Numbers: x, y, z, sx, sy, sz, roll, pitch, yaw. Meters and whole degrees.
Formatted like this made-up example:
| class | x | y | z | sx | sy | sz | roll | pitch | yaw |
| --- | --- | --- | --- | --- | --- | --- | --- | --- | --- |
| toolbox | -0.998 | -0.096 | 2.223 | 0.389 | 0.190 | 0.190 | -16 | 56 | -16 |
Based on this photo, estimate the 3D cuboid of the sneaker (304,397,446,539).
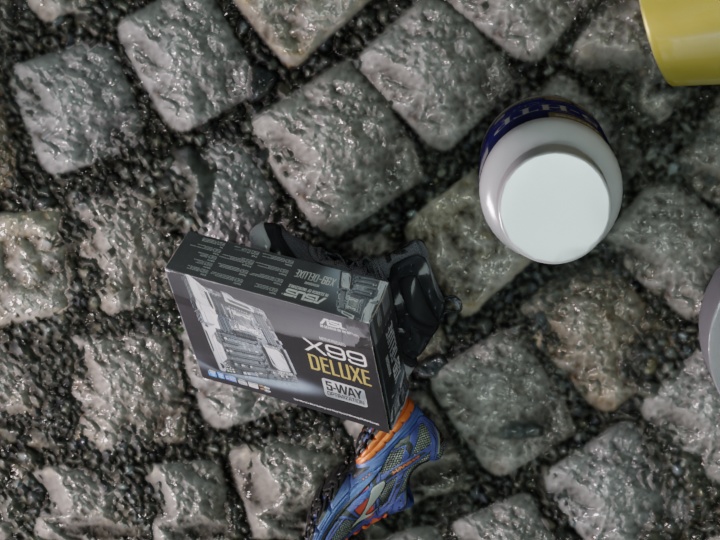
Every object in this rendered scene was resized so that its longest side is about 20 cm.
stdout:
| class | x | y | z | sx | sy | sz | roll | pitch | yaw |
| --- | --- | --- | --- | --- | --- | --- | --- | --- | --- |
| sneaker | 0.010 | 0.214 | 1.377 | 0.078 | 0.075 | 0.201 | 33 | 107 | -8 |

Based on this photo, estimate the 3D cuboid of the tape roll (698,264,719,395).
| class | x | y | z | sx | sy | sz | roll | pitch | yaw |
| --- | --- | --- | --- | --- | --- | --- | --- | --- | --- |
| tape roll | 0.408 | 0.057 | 1.304 | 0.198 | 0.066 | 0.202 | 1 | 106 | 4 |

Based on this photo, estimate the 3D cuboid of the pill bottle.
| class | x | y | z | sx | sy | sz | roll | pitch | yaw |
| --- | --- | --- | --- | --- | --- | --- | --- | --- | --- |
| pill bottle | 0.159 | -0.074 | 1.218 | 0.118 | 0.200 | 0.121 | 1 | 105 | 4 |

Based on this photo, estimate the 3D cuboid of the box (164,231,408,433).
| class | x | y | z | sx | sy | sz | roll | pitch | yaw |
| --- | --- | --- | --- | --- | --- | --- | --- | --- | --- |
| box | -0.061 | 0.055 | 1.279 | 0.198 | 0.050 | 0.158 | 15 | 144 | 20 |

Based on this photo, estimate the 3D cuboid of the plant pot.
| class | x | y | z | sx | sy | sz | roll | pitch | yaw |
| --- | --- | --- | --- | --- | --- | --- | --- | --- | --- |
| plant pot | 0.331 | -0.233 | 1.176 | 0.187 | 0.201 | 0.203 | -12 | 105 | 24 |

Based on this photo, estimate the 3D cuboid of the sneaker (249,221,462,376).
| class | x | y | z | sx | sy | sz | roll | pitch | yaw |
| --- | --- | --- | --- | --- | --- | --- | --- | --- | --- |
| sneaker | 0.000 | 0.000 | 1.320 | 0.200 | 0.076 | 0.114 | 41 | 104 | -13 |
